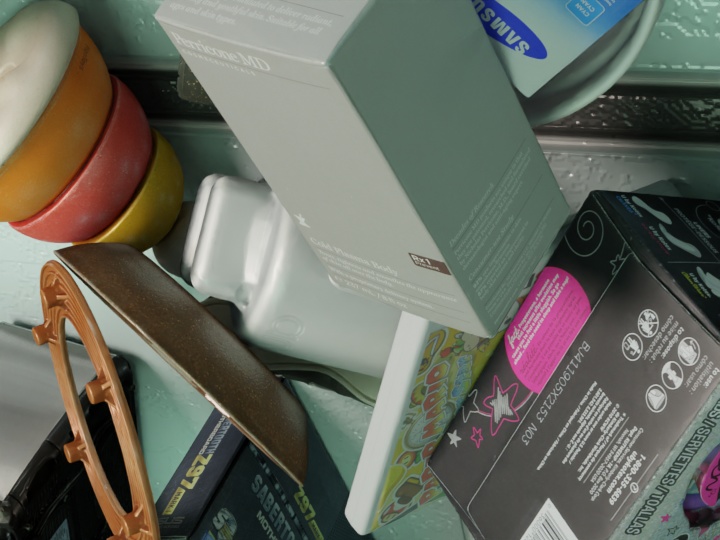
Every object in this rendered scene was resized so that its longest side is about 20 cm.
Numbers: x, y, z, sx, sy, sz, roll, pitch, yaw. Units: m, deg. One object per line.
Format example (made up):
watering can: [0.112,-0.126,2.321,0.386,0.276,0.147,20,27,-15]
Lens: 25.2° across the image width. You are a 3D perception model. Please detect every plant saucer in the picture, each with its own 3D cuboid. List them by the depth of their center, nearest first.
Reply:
plant saucer: [-0.096,0.046,0.945,0.200,0.037,0.200,41,172,7]

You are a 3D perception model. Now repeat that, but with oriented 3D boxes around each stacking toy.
stacking toy: [-0.158,-0.053,0.984,0.145,0.147,0.199,-25,129,40]

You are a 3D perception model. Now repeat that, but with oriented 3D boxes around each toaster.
toaster: [-0.242,0.155,1.149,0.117,0.181,0.201,16,134,15]

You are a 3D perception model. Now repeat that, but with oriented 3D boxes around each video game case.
video game case: [0.085,0.052,0.907,0.023,0.181,0.201,49,144,30]

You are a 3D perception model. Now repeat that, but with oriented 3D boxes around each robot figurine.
robot figurine: [0.000,0.000,0.920,0.198,0.170,0.114,14,95,-15]

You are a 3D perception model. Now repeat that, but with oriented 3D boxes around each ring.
ring: [-0.166,0.092,0.985,0.201,0.019,0.202,52,152,42]

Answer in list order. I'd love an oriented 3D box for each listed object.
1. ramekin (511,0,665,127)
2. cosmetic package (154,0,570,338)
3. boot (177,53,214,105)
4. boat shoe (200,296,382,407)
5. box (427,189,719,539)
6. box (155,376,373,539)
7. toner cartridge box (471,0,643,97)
ramekin: [0.059,-0.178,0.763,0.198,0.105,0.202,14,133,15]
cosmetic package: [0.007,-0.067,0.719,0.106,0.091,0.200,19,158,39]
boot: [-0.027,-0.150,0.870,0.129,0.068,0.201,18,141,6]
boat shoe: [-0.015,0.047,1.038,0.198,0.057,0.068,9,98,15]
box: [0.148,0.077,0.850,0.133,0.114,0.201,55,130,37]
box: [-0.060,0.198,1.108,0.051,0.158,0.201,-7,123,30]
toner cartridge box: [0.034,-0.174,0.675,0.200,0.043,0.095,41,136,-10]
